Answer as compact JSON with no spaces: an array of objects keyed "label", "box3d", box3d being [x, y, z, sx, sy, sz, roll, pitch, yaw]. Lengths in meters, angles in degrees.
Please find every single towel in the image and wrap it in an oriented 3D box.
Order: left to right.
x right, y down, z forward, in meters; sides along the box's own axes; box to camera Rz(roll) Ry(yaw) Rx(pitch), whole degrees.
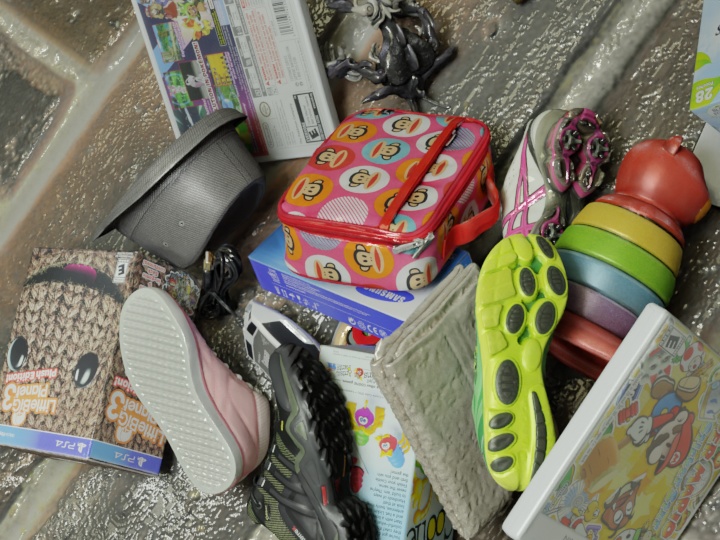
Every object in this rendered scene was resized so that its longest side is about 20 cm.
[{"label":"towel","box3d":[0.087,0.105,1.099,0.034,0.201,0.132,10,44,48]}]

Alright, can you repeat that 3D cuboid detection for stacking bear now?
[{"label":"stacking bear","box3d":[0.223,-0.016,1.130,0.113,0.121,0.201,27,81,15]}]

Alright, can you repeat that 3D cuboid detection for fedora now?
[{"label":"fedora","box3d":[-0.161,-0.065,1.311,0.090,0.177,0.200,47,127,0]}]

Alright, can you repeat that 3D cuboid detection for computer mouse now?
[{"label":"computer mouse","box3d":[-0.080,0.064,1.282,0.044,0.110,0.200,-30,63,-31]}]

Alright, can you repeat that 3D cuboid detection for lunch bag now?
[{"label":"lunch bag","box3d":[0.037,-0.064,1.209,0.175,0.082,0.200,10,40,22]}]

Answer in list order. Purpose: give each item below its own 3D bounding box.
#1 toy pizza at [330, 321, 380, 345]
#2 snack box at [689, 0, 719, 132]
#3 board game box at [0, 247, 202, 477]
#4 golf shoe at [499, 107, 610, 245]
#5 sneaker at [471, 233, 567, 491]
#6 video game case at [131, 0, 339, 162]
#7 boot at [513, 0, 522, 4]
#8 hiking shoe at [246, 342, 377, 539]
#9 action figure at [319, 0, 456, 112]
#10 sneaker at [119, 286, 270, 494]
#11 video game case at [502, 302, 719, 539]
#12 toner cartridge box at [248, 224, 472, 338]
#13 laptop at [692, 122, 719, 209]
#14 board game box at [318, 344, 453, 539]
[{"label":"toy pizza","box3d":[0.054,0.084,1.233,0.199,0.032,0.202,-9,70,24]},{"label":"snack box","box3d":[0.361,-0.223,1.103,0.168,0.067,0.202,-18,54,50]},{"label":"board game box","box3d":[-0.262,0.088,1.338,0.158,0.097,0.202,1,74,38]},{"label":"golf shoe","box3d":[0.161,-0.044,1.208,0.092,0.072,0.202,5,78,59]},{"label":"sneaker","box3d":[0.114,0.069,1.053,0.073,0.084,0.202,8,77,-9]},{"label":"video game case","box3d":[-0.122,-0.202,1.345,0.181,0.023,0.201,-4,115,25]},{"label":"boot","box3d":[0.180,-0.375,1.301,0.200,0.066,0.176,-40,73,11]},{"label":"hiking shoe","box3d":[-0.057,0.162,1.097,0.100,0.076,0.202,-18,80,23]},{"label":"action figure","box3d":[0.015,-0.236,1.316,0.118,0.102,0.201,-30,102,-15]},{"label":"sneaker","box3d":[-0.151,0.107,1.276,0.075,0.105,0.201,-30,83,23]},{"label":"video game case","box3d":[0.217,0.146,1.046,0.023,0.182,0.201,33,90,48]},{"label":"toner cartridge box","box3d":[0.000,0.000,1.243,0.199,0.043,0.095,20,55,38]},{"label":"laptop","box3d":[0.368,-0.133,1.096,0.199,0.116,0.188,23,84,30]},{"label":"board game box","box3d":[0.021,0.170,1.156,0.104,0.103,0.202,8,91,28]}]
